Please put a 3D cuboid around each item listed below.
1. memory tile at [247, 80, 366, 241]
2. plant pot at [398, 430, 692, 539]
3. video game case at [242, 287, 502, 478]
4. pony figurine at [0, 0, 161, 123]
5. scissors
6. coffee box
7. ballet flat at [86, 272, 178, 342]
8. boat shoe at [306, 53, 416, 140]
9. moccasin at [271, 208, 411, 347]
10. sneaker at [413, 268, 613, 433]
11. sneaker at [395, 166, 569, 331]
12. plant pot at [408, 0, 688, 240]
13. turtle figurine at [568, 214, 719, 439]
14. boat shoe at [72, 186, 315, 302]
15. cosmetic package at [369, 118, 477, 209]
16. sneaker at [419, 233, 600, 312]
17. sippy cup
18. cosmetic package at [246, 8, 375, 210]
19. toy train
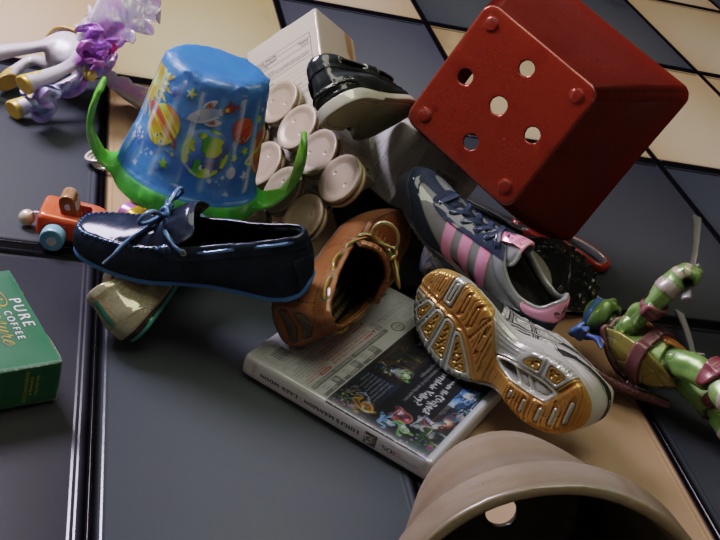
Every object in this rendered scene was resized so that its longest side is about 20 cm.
[{"bbox_3d":[-0.082,-0.088,1.106,0.017,0.153,0.200,34,15,-44],"label":"memory tile"},{"bbox_3d":[0.101,0.187,0.716,0.200,0.200,0.174,12,15,-8],"label":"plant pot"},{"bbox_3d":[0.027,0.083,0.988,0.182,0.023,0.200,28,32,19],"label":"video game case"},{"bbox_3d":[-0.301,-0.235,1.250,0.193,0.167,0.200,27,47,32],"label":"pony figurine"},{"bbox_3d":[0.190,-0.048,1.292,0.200,0.014,0.073,36,38,31],"label":"scissors"},{"bbox_3d":[-0.333,0.061,0.830,0.200,0.044,0.123,-10,40,-36],"label":"coffee box"},{"bbox_3d":[-0.173,-0.012,0.994,0.062,0.067,0.200,44,30,-9],"label":"ballet flat"},{"bbox_3d":[-0.004,-0.169,1.085,0.066,0.074,0.199,61,22,7],"label":"boat shoe"},{"bbox_3d":[0.000,-0.002,0.999,0.078,0.074,0.201,-8,16,31],"label":"moccasin"},{"bbox_3d":[0.130,0.072,0.983,0.088,0.076,0.200,4,32,-51],"label":"sneaker"},{"bbox_3d":[0.116,-0.026,1.039,0.200,0.082,0.070,51,47,4],"label":"sneaker"},{"bbox_3d":[0.161,-0.156,1.100,0.200,0.200,0.176,44,24,16],"label":"plant pot"},{"bbox_3d":[0.314,0.062,1.042,0.200,0.144,0.194,-13,45,-34],"label":"turtle figurine"},{"bbox_3d":[-0.133,-0.031,0.927,0.200,0.069,0.084,6,36,0],"label":"boat shoe"},{"bbox_3d":[0.024,-0.137,1.253,0.113,0.081,0.200,25,13,-49],"label":"cosmetic package"},{"bbox_3d":[0.152,0.000,1.146,0.200,0.072,0.072,14,-15,-23],"label":"sneaker"},{"bbox_3d":[-0.144,-0.128,1.030,0.178,0.130,0.140,-7,36,-44],"label":"sippy cup"},{"bbox_3d":[-0.054,-0.161,1.187,0.071,0.105,0.200,32,42,-45],"label":"cosmetic package"},{"bbox_3d":[-0.232,-0.081,1.099,0.150,0.056,0.200,15,31,-4],"label":"toy train"}]
